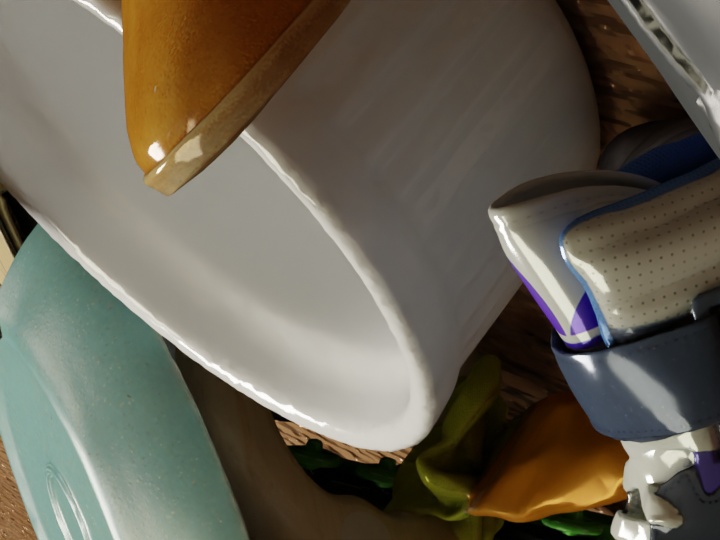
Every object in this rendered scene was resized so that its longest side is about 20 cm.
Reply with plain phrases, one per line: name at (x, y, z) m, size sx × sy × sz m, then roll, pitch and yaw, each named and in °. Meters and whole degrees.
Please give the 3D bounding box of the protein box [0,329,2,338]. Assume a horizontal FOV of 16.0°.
protein box at (-0.235, -0.060, 0.752) m, size 0.135 × 0.198 × 0.200 m, roll 28°, pitch -131°, yaw -76°

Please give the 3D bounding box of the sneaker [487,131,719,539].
sneaker at (0.068, 0.049, 0.586) m, size 0.146 × 0.200 × 0.081 m, roll 38°, pitch -179°, yaw -12°

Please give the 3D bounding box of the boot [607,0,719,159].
boot at (0.065, -0.097, 0.448) m, size 0.168 × 0.076 × 0.200 m, roll 47°, pitch 168°, yaw -4°

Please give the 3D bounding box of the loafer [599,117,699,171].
loafer at (0.129, 0.039, 0.669) m, size 0.200 × 0.072 × 0.063 m, roll 53°, pitch 179°, yaw -14°

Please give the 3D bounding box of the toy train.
toy train at (0.002, 0.085, 0.942) m, size 0.200 × 0.042 × 0.056 m, roll 13°, pitch -175°, yaw 17°

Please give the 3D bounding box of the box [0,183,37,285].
box at (-0.164, -0.043, 1.041) m, size 0.200 × 0.021 × 0.164 m, roll 48°, pitch 167°, yaw 36°

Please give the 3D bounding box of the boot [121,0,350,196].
boot at (-0.060, -0.115, 0.517) m, size 0.144 × 0.201 × 0.071 m, roll 38°, pitch 125°, yaw -20°

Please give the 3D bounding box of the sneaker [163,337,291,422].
sneaker at (-0.060, 0.022, 1.009) m, size 0.200 × 0.060 × 0.104 m, roll 34°, pitch 160°, yaw 39°

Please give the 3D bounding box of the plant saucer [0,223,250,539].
plant saucer at (-0.084, 0.079, 0.869) m, size 0.200 × 0.036 × 0.200 m, roll 55°, pitch 159°, yaw 34°

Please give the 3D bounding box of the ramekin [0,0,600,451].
ramekin at (-0.029, -0.053, 0.711) m, size 0.200 × 0.098 × 0.201 m, roll 37°, pitch 161°, yaw 14°

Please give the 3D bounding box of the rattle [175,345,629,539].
rattle at (0.000, 0.000, 0.823) m, size 0.143 × 0.130 × 0.200 m, roll -35°, pitch 75°, yaw 60°
